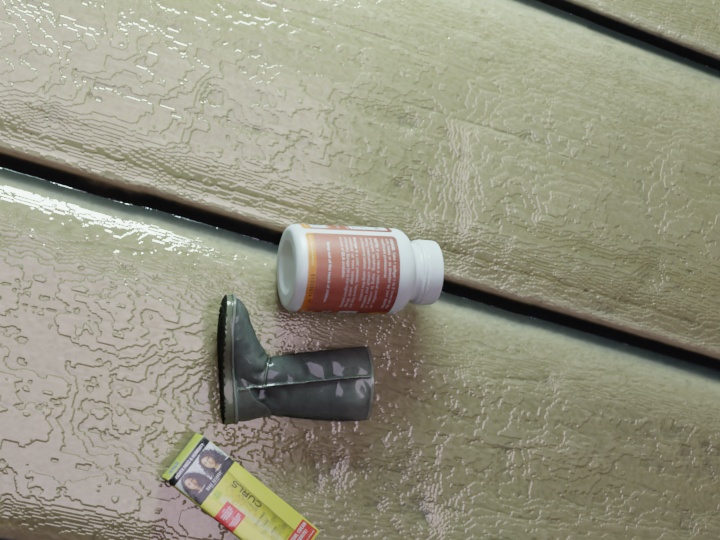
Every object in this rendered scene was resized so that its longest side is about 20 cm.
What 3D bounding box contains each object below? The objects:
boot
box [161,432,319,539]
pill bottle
[{"bbox_3d":[-0.081,0.114,1.553,0.199,0.073,0.182,-3,103,-12],"label":"boot"},{"bbox_3d":[-0.151,0.296,1.535,0.200,0.050,0.075,43,76,-13],"label":"box"},{"bbox_3d":[0.000,0.000,1.561,0.199,0.112,0.113,2,88,-18],"label":"pill bottle"}]
